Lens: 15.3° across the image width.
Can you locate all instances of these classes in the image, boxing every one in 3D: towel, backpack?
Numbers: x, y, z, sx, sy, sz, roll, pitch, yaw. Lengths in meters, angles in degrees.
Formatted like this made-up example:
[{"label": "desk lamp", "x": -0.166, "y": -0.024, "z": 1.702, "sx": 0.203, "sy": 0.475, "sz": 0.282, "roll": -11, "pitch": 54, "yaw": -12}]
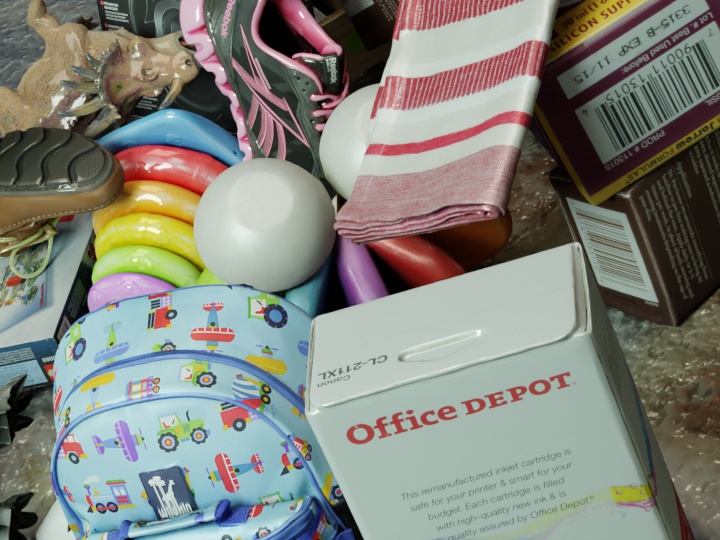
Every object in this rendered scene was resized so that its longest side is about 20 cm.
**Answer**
[{"label": "towel", "x": 0.056, "y": -0.114, "z": 1.486, "sx": 0.144, "sy": 0.023, "sz": 0.201, "roll": -11, "pitch": 58, "yaw": 54}, {"label": "backpack", "x": -0.078, "y": 0.112, "z": 1.416, "sx": 0.182, "sy": 0.200, "sz": 0.135, "roll": -10, "pitch": 34, "yaw": 20}]

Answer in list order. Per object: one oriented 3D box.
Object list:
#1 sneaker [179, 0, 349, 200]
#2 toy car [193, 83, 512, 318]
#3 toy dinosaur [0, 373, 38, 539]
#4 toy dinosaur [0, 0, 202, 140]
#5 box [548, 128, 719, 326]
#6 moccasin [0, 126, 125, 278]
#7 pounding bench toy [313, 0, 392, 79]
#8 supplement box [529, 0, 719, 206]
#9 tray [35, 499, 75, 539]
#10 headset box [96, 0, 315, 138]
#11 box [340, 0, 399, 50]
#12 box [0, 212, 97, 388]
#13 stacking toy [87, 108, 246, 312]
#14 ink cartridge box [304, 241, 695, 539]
[{"label": "sneaker", "x": -0.037, "y": -0.109, "z": 1.714, "sx": 0.095, "sy": 0.200, "sz": 0.079, "roll": -14, "pitch": 21, "yaw": 50}, {"label": "toy car", "x": 0.000, "y": 0.000, "z": 1.603, "sx": 0.200, "sy": 0.175, "sz": 0.150, "roll": -31, "pitch": 69, "yaw": -13}, {"label": "toy dinosaur", "x": -0.267, "y": 0.119, "z": 1.592, "sx": 0.135, "sy": 0.102, "sz": 0.200, "roll": 5, "pitch": 37, "yaw": 15}, {"label": "toy dinosaur", "x": -0.201, "y": -0.112, "z": 1.808, "sx": 0.200, "sy": 0.086, "sz": 0.136, "roll": -50, "pitch": 48, "yaw": 32}, {"label": "box", "x": 0.211, "y": -0.070, "z": 1.593, "sx": 0.200, "sy": 0.100, "sz": 0.075, "roll": -40, "pitch": 35, "yaw": -25}, {"label": "moccasin", "x": -0.230, "y": -0.041, "z": 1.748, "sx": 0.201, "sy": 0.078, "sz": 0.074, "roll": -13, "pitch": 34, "yaw": 34}, {"label": "pounding bench toy", "x": -0.016, "y": -0.246, "z": 1.908, "sx": 0.156, "sy": 0.200, "sz": 0.124, "roll": -32, "pitch": 32, "yaw": -11}, {"label": "supplement box", "x": 0.134, "y": -0.148, "z": 1.557, "sx": 0.131, "sy": 0.103, "sz": 0.200, "roll": -33, "pitch": 34, "yaw": 0}, {"label": "tray", "x": -0.094, "y": 0.118, "z": 1.589, "sx": 0.199, "sy": 0.022, "sz": 0.108, "roll": -4, "pitch": 38, "yaw": 29}, {"label": "headset box", "x": -0.105, "y": -0.165, "z": 1.836, "sx": 0.149, "sy": 0.201, "sz": 0.077, "roll": 11, "pitch": 28, "yaw": 44}, {"label": "box", "x": 0.063, "y": -0.271, "z": 1.776, "sx": 0.200, "sy": 0.166, "sz": 0.164, "roll": -32, "pitch": 4, "yaw": -13}, {"label": "box", "x": -0.235, "y": 0.008, "z": 1.786, "sx": 0.136, "sy": 0.038, "sz": 0.200, "roll": -12, "pitch": 34, "yaw": 19}, {"label": "stacking toy", "x": -0.133, "y": 0.008, "z": 1.723, "sx": 0.110, "sy": 0.116, "sz": 0.201, "roll": -23, "pitch": 42, "yaw": 41}, {"label": "ink cartridge box", "x": 0.074, "y": 0.101, "z": 1.332, "sx": 0.145, "sy": 0.200, "sz": 0.083, "roll": -16, "pitch": 32, "yaw": 12}]
